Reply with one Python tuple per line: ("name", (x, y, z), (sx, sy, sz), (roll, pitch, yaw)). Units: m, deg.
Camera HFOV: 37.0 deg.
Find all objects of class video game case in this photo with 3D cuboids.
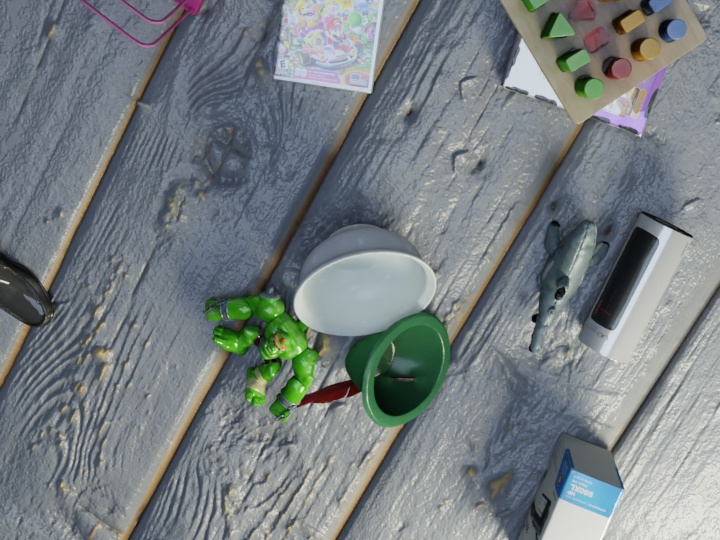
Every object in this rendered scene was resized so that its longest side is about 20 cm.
("video game case", (-0.040, -0.354, 1.474), (0.141, 0.018, 0.203), (9, 102, 3))

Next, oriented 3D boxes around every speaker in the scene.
("speaker", (0.379, 0.026, 1.490), (0.080, 0.081, 0.202), (24, 103, -1))

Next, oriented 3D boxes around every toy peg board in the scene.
("toy peg board", (0.307, -0.319, 1.341), (0.198, 0.098, 0.201), (-32, 98, 9))

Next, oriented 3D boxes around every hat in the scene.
("hat", (0.003, 0.124, 1.563), (0.199, 0.175, 0.168), (-28, 123, -34))

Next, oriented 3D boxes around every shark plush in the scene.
("shark plush", (0.269, 0.016, 1.493), (0.090, 0.083, 0.201), (33, 102, -3))

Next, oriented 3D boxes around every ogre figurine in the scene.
("ogre figurine", (-0.132, 0.108, 1.542), (0.119, 0.098, 0.202), (-33, 73, 25))

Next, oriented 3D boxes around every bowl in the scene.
("bowl", (0.000, 0.000, 1.487), (0.199, 0.202, 0.091), (-16, 56, 7))

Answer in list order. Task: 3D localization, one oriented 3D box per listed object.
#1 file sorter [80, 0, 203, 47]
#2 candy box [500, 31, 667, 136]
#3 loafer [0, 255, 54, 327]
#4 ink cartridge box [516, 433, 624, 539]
("file sorter", (-0.267, -0.409, 1.376), (0.138, 0.126, 0.200), (35, 141, -3))
("candy box", (0.306, -0.294, 1.433), (0.198, 0.072, 0.170), (19, 103, 0))
("loafer", (-0.532, 0.013, 1.560), (0.200, 0.072, 0.073), (42, 101, -5))
("ink cartridge box", (0.292, 0.357, 1.531), (0.083, 0.145, 0.202), (20, 102, 1))
